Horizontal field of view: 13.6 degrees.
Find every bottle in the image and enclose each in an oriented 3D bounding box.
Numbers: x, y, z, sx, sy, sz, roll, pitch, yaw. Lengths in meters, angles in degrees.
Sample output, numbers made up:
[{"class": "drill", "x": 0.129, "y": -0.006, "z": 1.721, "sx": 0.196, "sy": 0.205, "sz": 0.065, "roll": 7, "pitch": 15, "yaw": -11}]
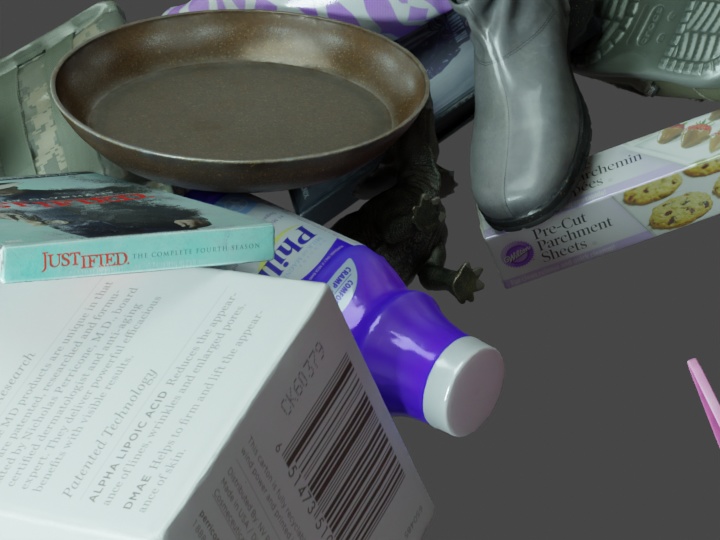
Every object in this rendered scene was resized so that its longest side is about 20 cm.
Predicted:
[{"class": "bottle", "x": -0.020, "y": 0.024, "z": 1.499, "sx": 0.199, "sy": 0.065, "sz": 0.084, "roll": 25, "pitch": 70, "yaw": 34}]

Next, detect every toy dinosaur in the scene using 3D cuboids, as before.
[{"class": "toy dinosaur", "x": 0.000, "y": 0.000, "z": 1.599, "sx": 0.200, "sy": 0.077, "sz": 0.102, "roll": -51, "pitch": 26, "yaw": -7}]

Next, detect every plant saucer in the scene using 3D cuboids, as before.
[{"class": "plant saucer", "x": -0.063, "y": -0.087, "z": 1.586, "sx": 0.199, "sy": 0.032, "sz": 0.200, "roll": 2, "pitch": 27, "yaw": -1}]

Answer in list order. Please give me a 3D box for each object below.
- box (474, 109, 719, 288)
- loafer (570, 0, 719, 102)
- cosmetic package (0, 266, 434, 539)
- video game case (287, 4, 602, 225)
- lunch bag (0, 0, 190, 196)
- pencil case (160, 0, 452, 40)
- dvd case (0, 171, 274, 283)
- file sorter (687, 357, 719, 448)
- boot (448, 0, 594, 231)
[{"class": "box", "x": 0.160, "y": -0.047, "z": 1.577, "sx": 0.199, "sy": 0.042, "sz": 0.039, "roll": -19, "pitch": 39, "yaw": 6}, {"class": "loafer", "x": 0.167, "y": -0.121, "z": 1.647, "sx": 0.075, "sy": 0.070, "sz": 0.200, "roll": -59, "pitch": 32, "yaw": -2}, {"class": "cosmetic package", "x": -0.104, "y": 0.106, "z": 1.444, "sx": 0.199, "sy": 0.165, "sz": 0.165, "roll": 7, "pitch": 48, "yaw": 35}, {"class": "video game case", "x": 0.035, "y": -0.121, "z": 1.708, "sx": 0.200, "sy": 0.019, "sz": 0.143, "roll": -35, "pitch": 36, "yaw": 13}, {"class": "lunch bag", "x": -0.187, "y": -0.031, "z": 1.688, "sx": 0.199, "sy": 0.118, "sz": 0.164, "roll": -28, "pitch": 42, "yaw": 9}, {"class": "pencil case", "x": -0.020, "y": -0.155, "z": 1.712, "sx": 0.199, "sy": 0.084, "sz": 0.086, "roll": -25, "pitch": 8, "yaw": 22}, {"class": "dvd case", "x": -0.152, "y": -0.023, "z": 1.471, "sx": 0.145, "sy": 0.022, "sz": 0.200, "roll": -5, "pitch": 10, "yaw": -30}, {"class": "file sorter", "x": 0.260, "y": 0.075, "z": 1.315, "sx": 0.199, "sy": 0.126, "sz": 0.139, "roll": -23, "pitch": 38, "yaw": 2}, {"class": "boot", "x": 0.063, "y": -0.129, "z": 1.566, "sx": 0.069, "sy": 0.132, "sz": 0.201, "roll": -17, "pitch": 49, "yaw": 26}]
